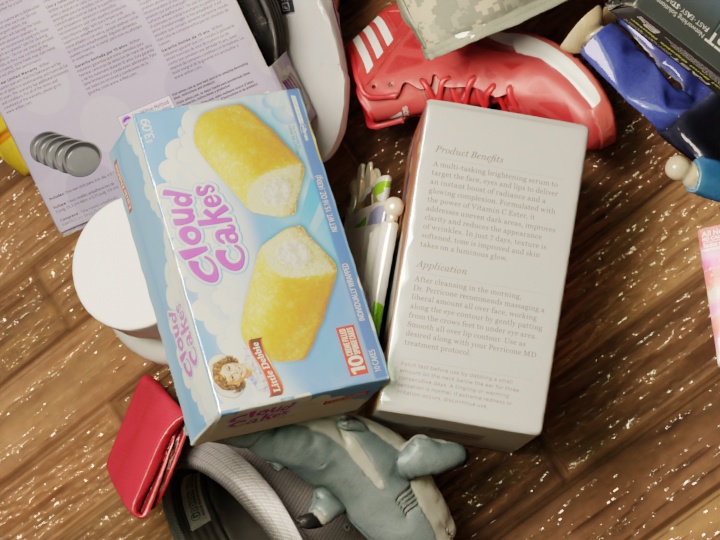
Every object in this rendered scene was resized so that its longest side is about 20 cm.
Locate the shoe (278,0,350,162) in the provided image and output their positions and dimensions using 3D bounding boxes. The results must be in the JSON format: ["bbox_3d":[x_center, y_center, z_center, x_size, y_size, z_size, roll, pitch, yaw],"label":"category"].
[{"bbox_3d":[-0.037,-0.174,1.729,0.071,0.091,0.200,-7,99,19],"label":"shoe"}]

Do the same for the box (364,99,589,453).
[{"bbox_3d":[0.072,0.007,1.649,0.106,0.152,0.200,9,81,-1],"label":"box"}]

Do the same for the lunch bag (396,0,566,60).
[{"bbox_3d":[0.093,-0.248,1.651,0.200,0.118,0.164,-24,102,-4],"label":"lunch bag"}]

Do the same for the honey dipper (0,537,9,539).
[{"bbox_3d":[-0.192,0.230,1.792,0.200,0.038,0.038,18,85,21],"label":"honey dipper"}]

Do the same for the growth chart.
[{"bbox_3d":[0.000,0.000,1.690,0.018,0.200,0.145,10,92,-8],"label":"growth chart"}]

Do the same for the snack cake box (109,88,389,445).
[{"bbox_3d":[-0.071,-0.004,1.576,0.115,0.067,0.200,-11,73,-24],"label":"snack cake box"}]

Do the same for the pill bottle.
[{"bbox_3d":[-0.109,0.013,1.711,0.114,0.200,0.114,-5,77,21],"label":"pill bottle"}]

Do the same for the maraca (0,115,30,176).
[{"bbox_3d":[-0.206,-0.106,1.820,0.107,0.137,0.200,-37,64,-13],"label":"maraca"}]

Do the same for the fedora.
[{"bbox_3d":[-0.045,0.183,1.691,0.090,0.177,0.200,-31,81,-29],"label":"fedora"}]

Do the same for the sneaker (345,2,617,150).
[{"bbox_3d":[0.070,-0.112,1.713,0.116,0.078,0.200,-39,49,-21],"label":"sneaker"}]

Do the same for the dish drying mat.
[{"bbox_3d":[-0.145,0.118,1.722,0.018,0.200,0.077,21,90,-11],"label":"dish drying mat"}]

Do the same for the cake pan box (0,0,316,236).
[{"bbox_3d":[-0.150,-0.143,1.678,0.200,0.052,0.184,-23,104,19],"label":"cake pan box"}]

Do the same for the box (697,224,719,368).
[{"bbox_3d":[0.323,0.007,1.586,0.200,0.103,0.095,-13,74,21],"label":"box"}]

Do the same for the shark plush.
[{"bbox_3d":[-0.014,0.130,1.607,0.091,0.200,0.083,-7,61,48],"label":"shark plush"}]

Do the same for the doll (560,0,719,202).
[{"bbox_3d":[0.229,-0.103,1.656,0.200,0.048,0.136,46,55,7],"label":"doll"}]

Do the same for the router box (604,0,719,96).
[{"bbox_3d":[0.278,-0.168,1.603,0.200,0.062,0.150,36,87,-10],"label":"router box"}]
